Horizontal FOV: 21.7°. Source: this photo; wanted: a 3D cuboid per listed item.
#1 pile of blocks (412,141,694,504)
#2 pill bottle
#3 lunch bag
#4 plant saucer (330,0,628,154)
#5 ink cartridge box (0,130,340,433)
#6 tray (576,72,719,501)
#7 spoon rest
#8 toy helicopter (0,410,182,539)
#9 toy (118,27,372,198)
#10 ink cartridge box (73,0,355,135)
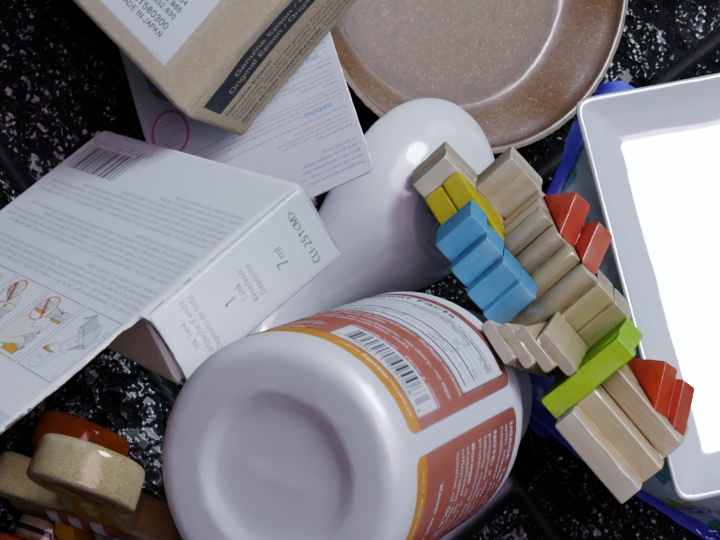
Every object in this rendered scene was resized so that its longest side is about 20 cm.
[{"bbox_3d":[0.091,0.007,0.861,0.062,0.082,0.201,-41,65,17],"label":"pile of blocks"},{"bbox_3d":[0.005,0.070,0.824,0.111,0.200,0.113,3,97,23],"label":"pill bottle"},{"bbox_3d":[0.167,0.024,0.966,0.199,0.127,0.171,32,72,-18],"label":"lunch bag"},{"bbox_3d":[0.052,-0.162,0.997,0.199,0.037,0.203,-1,91,-28],"label":"plant saucer"},{"bbox_3d":[-0.128,0.013,0.842,0.173,0.199,0.044,-41,119,-19],"label":"ink cartridge box"},{"bbox_3d":[0.175,0.005,0.903,0.106,0.022,0.202,-10,75,-9],"label":"tray"},{"bbox_3d":[0.000,0.000,0.948,0.201,0.060,0.100,-53,130,-17],"label":"spoon rest"},{"bbox_3d":[-0.103,0.108,0.826,0.131,0.200,0.080,20,75,4],"label":"toy helicopter"},{"bbox_3d":[-0.065,-0.123,0.954,0.114,0.047,0.202,-22,82,24],"label":"toy"},{"bbox_3d":[-0.082,-0.193,0.898,0.200,0.075,0.165,44,101,17],"label":"ink cartridge box"}]
